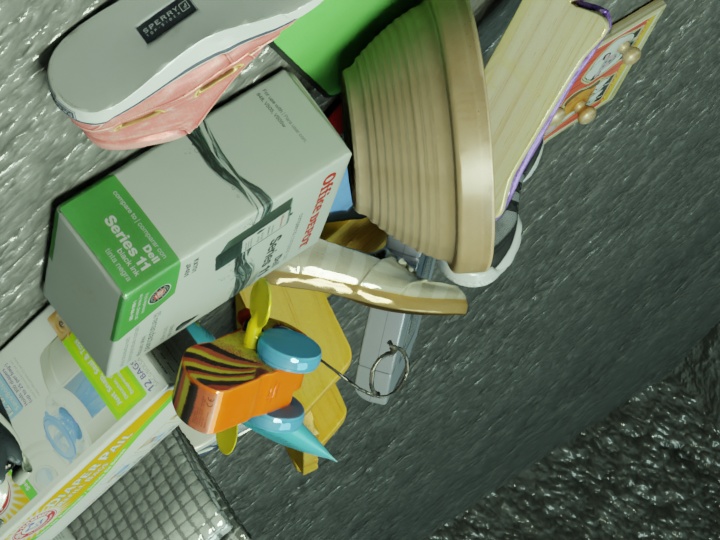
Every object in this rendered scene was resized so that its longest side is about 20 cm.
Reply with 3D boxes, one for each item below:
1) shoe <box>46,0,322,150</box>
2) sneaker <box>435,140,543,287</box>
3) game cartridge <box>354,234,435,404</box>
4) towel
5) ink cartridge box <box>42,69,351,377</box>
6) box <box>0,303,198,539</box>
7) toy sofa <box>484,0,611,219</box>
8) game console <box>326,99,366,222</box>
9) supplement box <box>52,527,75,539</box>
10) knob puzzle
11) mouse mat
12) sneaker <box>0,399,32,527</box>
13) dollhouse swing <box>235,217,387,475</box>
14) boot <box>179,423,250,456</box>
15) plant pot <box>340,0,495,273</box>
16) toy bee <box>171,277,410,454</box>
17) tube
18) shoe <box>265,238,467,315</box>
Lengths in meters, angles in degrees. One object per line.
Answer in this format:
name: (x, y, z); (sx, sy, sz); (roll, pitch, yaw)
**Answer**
shoe: (-0.087, -0.142, 1.224); (0.199, 0.072, 0.091); (-32, 167, -4)
sneaker: (0.108, -0.089, 1.769); (0.114, 0.075, 0.201); (89, 17, -50)
game cartridge: (0.038, 0.010, 1.853); (0.133, 0.041, 0.201); (-52, 158, -60)
towel: (-0.196, 0.213, 1.785); (0.165, 0.200, 0.086); (-41, 134, 2)
ink cartridge box: (-0.114, -0.033, 1.460); (0.199, 0.083, 0.147); (-34, 166, -23)
box: (-0.220, 0.105, 1.568); (0.200, 0.113, 0.101); (-41, 165, 15)
toy sofa: (0.126, -0.140, 1.617); (0.083, 0.097, 0.201); (-14, 137, -60)
game console: (0.012, -0.098, 1.665); (0.177, 0.031, 0.200); (-50, 162, 21)
supplement box: (-0.334, 0.222, 1.669); (0.101, 0.104, 0.200); (-44, 167, 20)
knob puzzle: (0.194, -0.157, 1.971); (0.219, 0.031, 0.220); (-36, 166, -10)
mouse mat: (0.017, -0.189, 1.461); (0.161, 0.008, 0.200); (-40, 166, 4)
sneaker: (-0.296, 0.128, 1.405); (0.079, 0.130, 0.199); (-45, 165, 23)
dollhouse swing: (-0.012, 0.048, 1.844); (0.175, 0.183, 0.200); (-24, 163, -11)
boot: (-0.109, 0.114, 1.998); (0.199, 0.073, 0.090); (-28, 171, -11)
plant pot: (0.036, -0.095, 1.478); (0.092, 0.203, 0.201); (-6, 161, -4)
toy bee: (-0.075, 0.073, 1.537); (0.199, 0.108, 0.132); (23, 97, -54)
tube: (-0.105, 0.095, 1.694); (0.051, 0.200, 0.077); (-53, -149, -9)
shoe: (0.000, 0.000, 1.715); (0.198, 0.054, 0.070); (12, 177, -21)
